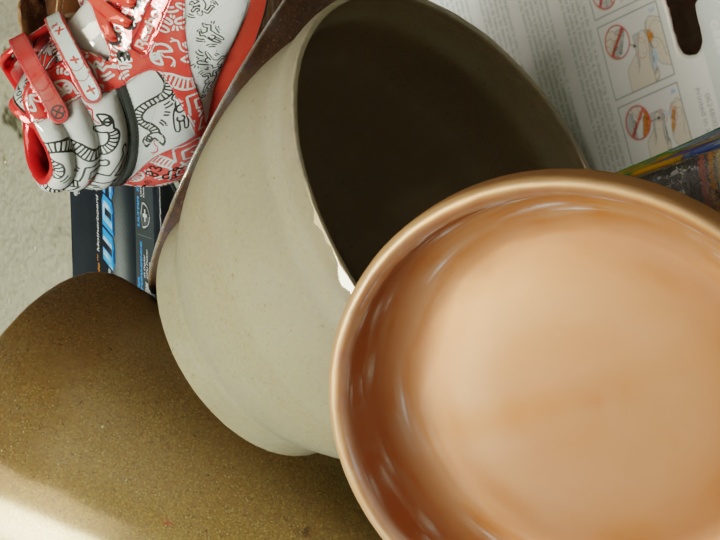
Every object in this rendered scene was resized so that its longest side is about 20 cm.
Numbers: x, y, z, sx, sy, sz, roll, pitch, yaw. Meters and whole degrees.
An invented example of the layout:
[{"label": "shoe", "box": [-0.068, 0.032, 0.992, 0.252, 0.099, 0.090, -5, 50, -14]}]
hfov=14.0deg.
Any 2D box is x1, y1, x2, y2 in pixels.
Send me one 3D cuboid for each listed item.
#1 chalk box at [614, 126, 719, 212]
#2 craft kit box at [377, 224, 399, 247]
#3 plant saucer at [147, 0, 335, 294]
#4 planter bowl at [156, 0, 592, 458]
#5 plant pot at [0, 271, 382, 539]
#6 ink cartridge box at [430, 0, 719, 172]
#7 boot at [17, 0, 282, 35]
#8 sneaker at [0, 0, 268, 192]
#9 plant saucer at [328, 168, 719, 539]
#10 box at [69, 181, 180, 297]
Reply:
[{"label": "chalk box", "box": [0.171, -0.001, 1.147, 0.200, 0.124, 0.125, -17, 95, 47]}, {"label": "craft kit box", "box": [0.017, 0.057, 1.408, 0.198, 0.048, 0.200, 120, 131, -62]}, {"label": "plant saucer", "box": [-0.037, -0.068, 1.404, 0.034, 0.200, 0.200, 30, 126, 5]}, {"label": "planter bowl", "box": [0.000, 0.000, 1.242, 0.135, 0.200, 0.200, -31, 71, 36]}, {"label": "plant pot", "box": [-0.072, 0.124, 1.366, 0.200, 0.186, 0.187, 24, 116, 24]}, {"label": "ink cartridge box", "box": [0.102, -0.102, 1.315, 0.200, 0.047, 0.160, -23, 78, 47]}, {"label": "boot", "box": [-0.104, -0.186, 1.462, 0.074, 0.155, 0.200, -25, 70, 52]}, {"label": "sneaker", "box": [-0.107, -0.117, 1.361, 0.202, 0.108, 0.067, 102, 149, -41]}, {"label": "plant saucer", "box": [0.088, 0.051, 1.092, 0.200, 0.037, 0.200, 9, 118, 17]}, {"label": "box", "box": [-0.111, 0.000, 1.567, 0.159, 0.046, 0.200, -161, 68, -66]}]
